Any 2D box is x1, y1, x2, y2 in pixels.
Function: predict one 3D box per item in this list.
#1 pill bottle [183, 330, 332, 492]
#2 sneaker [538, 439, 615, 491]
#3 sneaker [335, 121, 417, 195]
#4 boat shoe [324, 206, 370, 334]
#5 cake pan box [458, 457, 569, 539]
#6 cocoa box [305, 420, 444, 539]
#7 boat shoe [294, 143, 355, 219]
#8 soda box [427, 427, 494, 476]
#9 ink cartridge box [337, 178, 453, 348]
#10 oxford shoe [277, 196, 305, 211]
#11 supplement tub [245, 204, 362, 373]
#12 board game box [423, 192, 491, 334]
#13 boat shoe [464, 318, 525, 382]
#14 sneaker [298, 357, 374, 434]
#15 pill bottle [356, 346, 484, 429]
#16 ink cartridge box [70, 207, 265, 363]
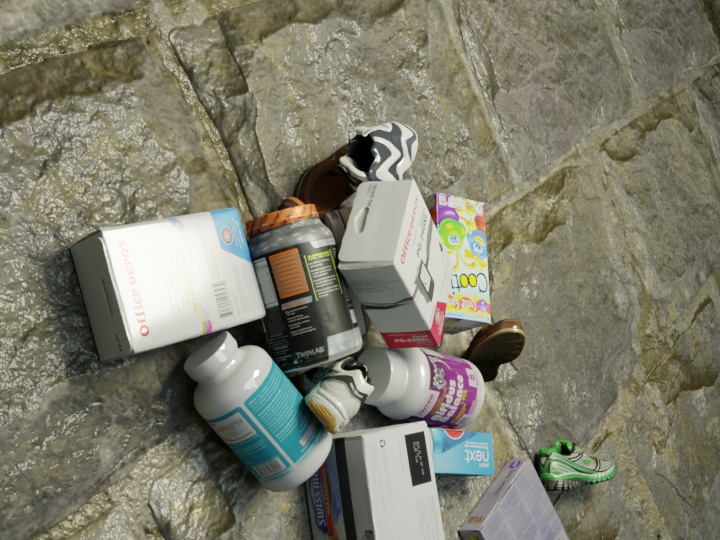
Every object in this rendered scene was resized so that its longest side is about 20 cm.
[{"bbox_3d":[-0.131,0.171,1.073,0.201,0.110,0.111,54,47,-20],"label":"pill bottle"},{"bbox_3d":[0.400,0.352,1.578,0.199,0.078,0.086,5,74,-44],"label":"sneaker"},{"bbox_3d":[0.008,-0.116,1.233,0.129,0.079,0.201,-3,115,-48],"label":"sneaker"},{"bbox_3d":[0.000,0.000,1.235,0.069,0.071,0.201,-17,116,-13],"label":"boat shoe"},{"bbox_3d":[0.264,0.442,1.436,0.200,0.052,0.185,-41,110,-43],"label":"cake pan box"},{"bbox_3d":[0.018,0.317,1.164,0.133,0.131,0.202,0,79,-45],"label":"cocoa box"},{"bbox_3d":[-0.027,-0.148,1.301,0.072,0.068,0.200,53,48,-20],"label":"boat shoe"},{"bbox_3d":[0.121,0.281,1.328,0.199,0.064,0.068,15,68,-43],"label":"soda box"},{"bbox_3d":[0.054,-0.007,1.181,0.200,0.083,0.146,59,36,-47],"label":"ink cartridge box"},{"bbox_3d":[-0.080,-0.004,1.207,0.072,0.071,0.201,-23,94,-39],"label":"oxford shoe"},{"bbox_3d":[-0.079,0.023,1.121,0.122,0.122,0.202,-14,88,-46],"label":"supplement tub"},{"bbox_3d":[0.136,-0.008,1.387,0.104,0.103,0.202,9,72,-31],"label":"board game box"},{"bbox_3d":[0.209,0.118,1.389,0.071,0.200,0.068,7,63,-8],"label":"boat shoe"},{"bbox_3d":[-0.025,0.154,1.127,0.088,0.200,0.076,-40,100,-5],"label":"sneaker"},{"bbox_3d":[0.086,0.172,1.290,0.199,0.112,0.113,18,66,-41],"label":"pill bottle"},{"bbox_3d":[-0.230,0.014,1.039,0.199,0.084,0.146,-14,88,-47],"label":"ink cartridge box"}]
